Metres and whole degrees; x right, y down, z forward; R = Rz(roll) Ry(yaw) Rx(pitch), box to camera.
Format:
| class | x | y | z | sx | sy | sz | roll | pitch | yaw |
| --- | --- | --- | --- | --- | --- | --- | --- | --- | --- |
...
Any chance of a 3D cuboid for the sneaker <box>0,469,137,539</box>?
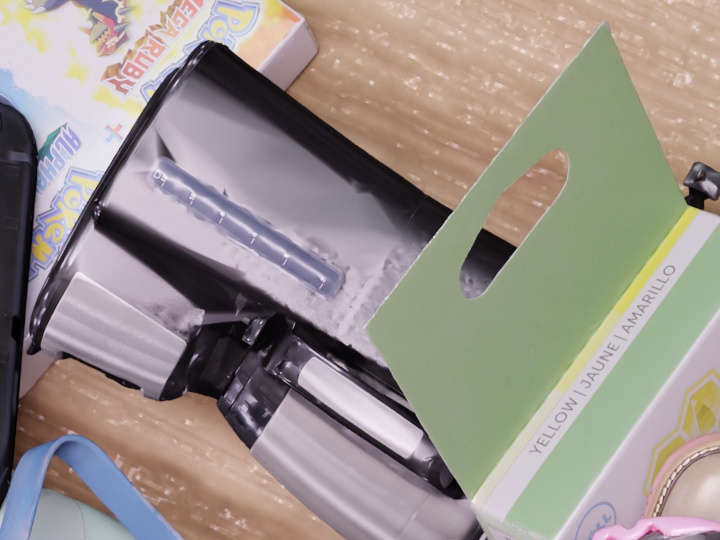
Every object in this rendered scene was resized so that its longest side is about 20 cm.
| class | x | y | z | sx | sy | sz | roll | pitch | yaw |
| --- | --- | --- | --- | --- | --- | --- | --- | --- | --- |
| sneaker | -0.160 | 0.171 | 1.015 | 0.074 | 0.118 | 0.201 | 8 | 65 | 50 |

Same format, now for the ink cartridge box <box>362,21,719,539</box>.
| class | x | y | z | sx | sy | sz | roll | pitch | yaw |
| --- | --- | --- | --- | --- | --- | --- | --- | --- | --- |
| ink cartridge box | 0.091 | 0.034 | 0.932 | 0.048 | 0.200 | 0.146 | 23 | 65 | 36 |

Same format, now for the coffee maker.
| class | x | y | z | sx | sy | sz | roll | pitch | yaw |
| --- | --- | --- | --- | --- | --- | --- | --- | --- | --- |
| coffee maker | 0.000 | 0.000 | 1.027 | 0.199 | 0.135 | 0.193 | 34 | 64 | 0 |

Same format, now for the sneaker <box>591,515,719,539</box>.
| class | x | y | z | sx | sy | sz | roll | pitch | yaw |
| --- | --- | --- | --- | --- | --- | --- | --- | --- | --- |
| sneaker | 0.056 | 0.160 | 0.850 | 0.200 | 0.095 | 0.079 | -38 | 112 | 9 |

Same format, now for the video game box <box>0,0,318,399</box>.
| class | x | y | z | sx | sy | sz | roll | pitch | yaw |
| --- | --- | --- | --- | --- | --- | --- | --- | --- | --- |
| video game box | -0.149 | -0.078 | 1.122 | 0.182 | 0.047 | 0.200 | 39 | 84 | 13 |

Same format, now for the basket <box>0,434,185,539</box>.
| class | x | y | z | sx | sy | sz | roll | pitch | yaw |
| --- | --- | --- | --- | --- | --- | --- | --- | --- | --- |
| basket | -0.081 | 0.182 | 0.955 | 0.139 | 0.176 | 0.201 | -25 | 35 | 31 |

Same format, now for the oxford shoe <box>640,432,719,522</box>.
| class | x | y | z | sx | sy | sz | roll | pitch | yaw |
| --- | --- | --- | --- | --- | --- | --- | --- | --- | --- |
| oxford shoe | 0.134 | 0.157 | 0.920 | 0.070 | 0.074 | 0.202 | -7 | 104 | -7 |

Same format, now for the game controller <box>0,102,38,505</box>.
| class | x | y | z | sx | sy | sz | roll | pitch | yaw |
| --- | --- | --- | --- | --- | --- | --- | --- | --- | --- |
| game controller | -0.180 | 0.010 | 1.024 | 0.103 | 0.042 | 0.201 | 1 | 54 | -2 |
